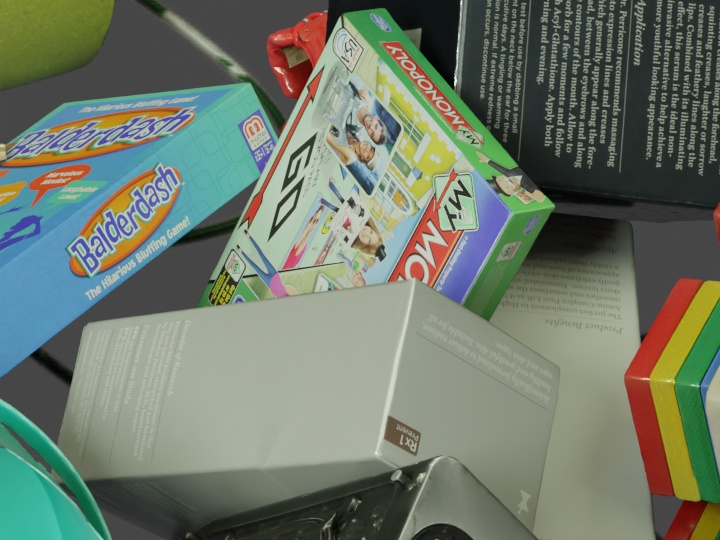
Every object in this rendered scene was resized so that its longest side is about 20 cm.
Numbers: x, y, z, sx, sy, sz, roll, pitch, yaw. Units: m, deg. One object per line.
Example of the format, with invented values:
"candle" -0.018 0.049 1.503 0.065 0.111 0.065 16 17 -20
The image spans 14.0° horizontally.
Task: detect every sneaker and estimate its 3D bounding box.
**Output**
"sneaker" -0.005 -0.122 1.524 0.085 0.077 0.200 7 48 4

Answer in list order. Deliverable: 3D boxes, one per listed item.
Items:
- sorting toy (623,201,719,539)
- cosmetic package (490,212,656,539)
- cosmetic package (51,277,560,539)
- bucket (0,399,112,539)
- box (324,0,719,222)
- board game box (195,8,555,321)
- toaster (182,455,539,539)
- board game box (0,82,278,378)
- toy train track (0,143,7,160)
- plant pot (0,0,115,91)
"sorting toy" 0.191 0.065 1.332 0.070 0.199 0.200 6 42 28
"cosmetic package" 0.079 0.066 1.379 0.102 0.074 0.200 6 51 -6
"cosmetic package" -0.025 0.067 1.260 0.200 0.107 0.090 -10 61 39
"bucket" -0.191 0.138 1.149 0.207 0.207 0.135 -4 11 -14
"box" 0.101 -0.083 1.412 0.200 0.148 0.107 6 88 -26
"board game box" 0.000 0.000 1.335 0.029 0.200 0.135 -10 50 -41
"toaster" -0.023 0.186 1.168 0.119 0.200 0.181 41 54 -23
"board game box" -0.154 -0.017 1.367 0.152 0.045 0.200 -3 29 49
"toy train track" -0.224 -0.044 1.370 0.115 0.033 0.200 -15 18 -4
"plant pot" -0.230 -0.153 1.459 0.200 0.187 0.187 4 48 -27
